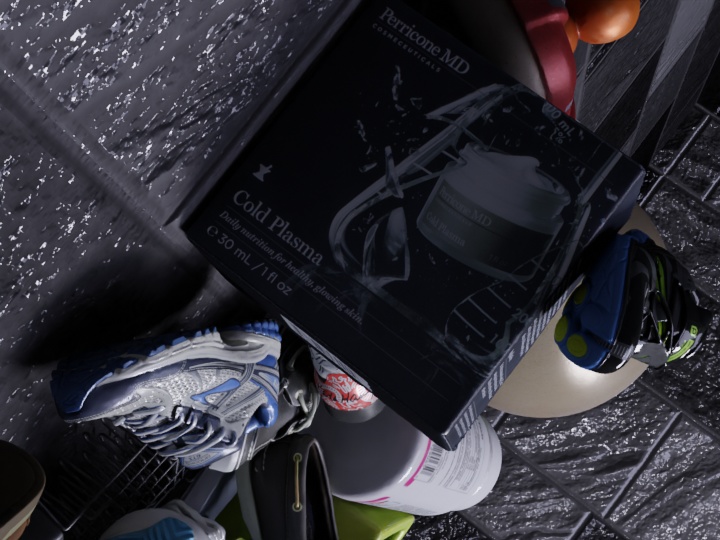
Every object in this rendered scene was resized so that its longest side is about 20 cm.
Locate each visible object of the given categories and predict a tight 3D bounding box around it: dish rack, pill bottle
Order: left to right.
[{"bbox_3d":[-0.166,0.141,0.815,0.200,0.055,0.154,-47,167,-35],"label":"dish rack"},{"bbox_3d":[0.041,0.146,1.010,0.113,0.113,0.200,-54,149,3],"label":"pill bottle"}]

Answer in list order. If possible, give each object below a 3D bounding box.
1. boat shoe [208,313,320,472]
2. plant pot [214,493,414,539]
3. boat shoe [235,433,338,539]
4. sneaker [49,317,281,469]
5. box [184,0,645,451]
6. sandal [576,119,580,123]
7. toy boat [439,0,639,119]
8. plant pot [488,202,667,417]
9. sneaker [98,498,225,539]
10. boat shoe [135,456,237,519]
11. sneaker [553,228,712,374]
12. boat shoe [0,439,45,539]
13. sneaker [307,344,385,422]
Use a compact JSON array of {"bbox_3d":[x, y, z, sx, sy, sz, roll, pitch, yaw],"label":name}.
[{"bbox_3d":[-0.060,0.085,0.887,0.200,0.064,0.071,-67,176,-62],"label":"boat shoe"},{"bbox_3d":[-0.090,0.244,1.055,0.200,0.181,0.199,-54,167,-1],"label":"plant pot"},{"bbox_3d":[-0.039,0.223,0.897,0.060,0.202,0.072,-15,179,25],"label":"boat shoe"},{"bbox_3d":[-0.102,0.078,0.715,0.077,0.085,0.200,-11,178,28],"label":"sneaker"},{"bbox_3d":[0.036,-0.027,0.751,0.197,0.200,0.124,-52,167,-7],"label":"box"},{"bbox_3d":[0.154,-0.128,1.020,0.206,0.059,0.079,17,82,-42],"label":"sandal"},{"bbox_3d":[0.133,-0.165,0.837,0.131,0.131,0.200,-25,167,1],"label":"toy boat"},{"bbox_3d":[0.126,-0.005,0.894,0.200,0.200,0.134,-52,152,-6],"label":"plant pot"},{"bbox_3d":[-0.130,0.187,0.795,0.081,0.076,0.200,-56,178,-30],"label":"sneaker"},{"bbox_3d":[-0.142,0.172,0.936,0.200,0.066,0.070,-55,165,-13],"label":"boat shoe"},{"bbox_3d":[0.176,0.022,0.736,0.071,0.083,0.200,-58,166,19],"label":"sneaker"},{"bbox_3d":[-0.228,0.154,0.580,0.068,0.072,0.200,-61,165,24],"label":"boat shoe"},{"bbox_3d":[0.001,0.000,0.883,0.108,0.067,0.202,77,18,-56],"label":"sneaker"}]
